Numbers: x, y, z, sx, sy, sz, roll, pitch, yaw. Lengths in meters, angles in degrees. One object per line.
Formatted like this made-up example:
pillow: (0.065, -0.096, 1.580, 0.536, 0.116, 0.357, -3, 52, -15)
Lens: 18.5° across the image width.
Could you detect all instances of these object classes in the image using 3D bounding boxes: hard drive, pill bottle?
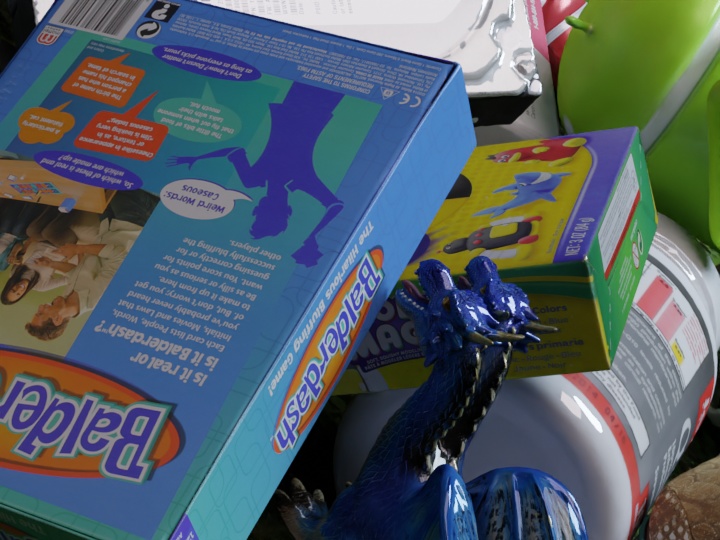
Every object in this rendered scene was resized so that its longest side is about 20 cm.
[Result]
hard drive: (-0.037, -0.122, 0.851, 0.200, 0.038, 0.140, -3, 72, -21)
pill bottle: (0.077, 0.048, 0.882, 0.116, 0.116, 0.200, 42, 32, 4)

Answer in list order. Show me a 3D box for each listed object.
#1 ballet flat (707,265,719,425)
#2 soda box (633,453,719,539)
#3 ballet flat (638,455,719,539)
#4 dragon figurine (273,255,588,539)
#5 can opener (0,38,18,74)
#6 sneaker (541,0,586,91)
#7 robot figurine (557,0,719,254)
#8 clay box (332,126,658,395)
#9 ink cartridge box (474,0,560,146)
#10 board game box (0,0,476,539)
ballet flat: (0.198, 0.069, 1.025, 0.071, 0.065, 0.200, 55, 16, -38)
soda box: (0.126, 0.155, 0.844, 0.063, 0.068, 0.200, 39, 30, -2)
ballet flat: (0.181, 0.085, 0.854, 0.200, 0.065, 0.071, -24, 91, -54)
dragon figurine: (0.032, 0.094, 0.691, 0.059, 0.099, 0.200, 8, 60, -40)
can opener: (-0.200, -0.100, 0.825, 0.200, 0.067, 0.053, 34, 30, -21)
sneaker: (0.124, -0.168, 1.253, 0.112, 0.071, 0.200, 39, 33, -8)
robot figurine: (0.176, -0.067, 0.992, 0.200, 0.116, 0.175, 33, 16, -3)
clay box: (0.000, 0.000, 0.806, 0.115, 0.200, 0.048, -60, 141, -59)
ink cartridge box: (-0.014, -0.115, 1.024, 0.200, 0.084, 0.145, 27, 33, -21)
board game box: (-0.074, 0.001, 0.700, 0.152, 0.045, 0.200, 17, 57, 24)
